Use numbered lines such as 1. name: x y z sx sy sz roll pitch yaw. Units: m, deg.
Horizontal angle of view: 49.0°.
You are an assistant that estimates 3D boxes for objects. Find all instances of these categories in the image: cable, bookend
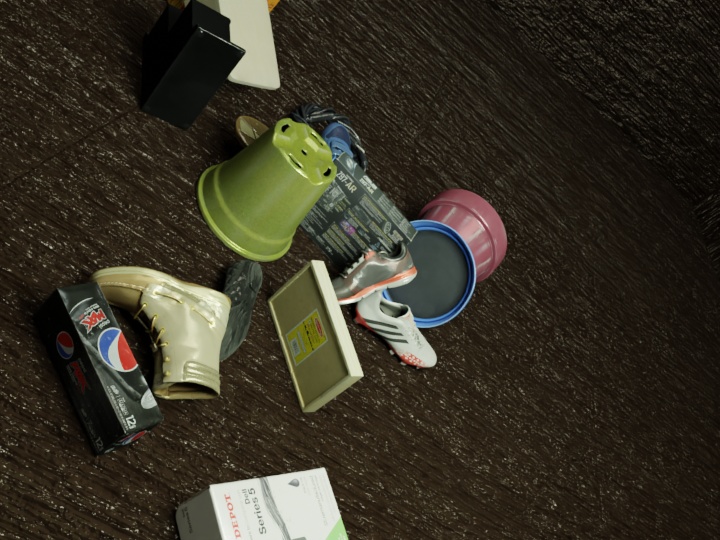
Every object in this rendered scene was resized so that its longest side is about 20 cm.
1. cable: -0.064 -0.292 1.676 0.199 0.051 0.165 29 42 -28
2. bookend: -0.292 -0.390 1.365 0.091 0.198 0.202 20 44 -35

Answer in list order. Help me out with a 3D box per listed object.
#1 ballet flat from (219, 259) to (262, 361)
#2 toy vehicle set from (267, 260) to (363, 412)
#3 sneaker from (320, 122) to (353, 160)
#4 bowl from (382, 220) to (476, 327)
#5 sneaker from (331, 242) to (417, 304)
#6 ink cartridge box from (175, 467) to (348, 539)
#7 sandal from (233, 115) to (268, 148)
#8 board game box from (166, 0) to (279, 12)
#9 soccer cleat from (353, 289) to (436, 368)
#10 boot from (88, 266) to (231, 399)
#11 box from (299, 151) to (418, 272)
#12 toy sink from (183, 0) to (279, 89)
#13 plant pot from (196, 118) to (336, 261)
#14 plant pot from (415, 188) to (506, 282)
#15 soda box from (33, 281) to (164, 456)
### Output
1. ballet flat: -0.201 0.063 1.207 0.201 0.056 0.067 -73 146 -45
2. toy vehicle set: -0.075 0.103 1.237 0.026 0.124 0.202 7 55 -46
3. sneaker: -0.047 -0.210 1.556 0.073 0.082 0.202 23 60 -27
4. bowl: 0.122 0.007 1.501 0.202 0.200 0.039 58 11 10
5. sneaker: 0.000 0.000 1.390 0.198 0.077 0.083 -19 108 -17
6. ink cartridge box: -0.116 0.344 1.002 0.199 0.084 0.147 6 55 -47
7. sandal: -0.172 -0.212 1.482 0.200 0.054 0.081 34 41 -49
8. board game box: -0.279 -0.633 1.601 0.199 0.199 0.202 -2 61 -50
9. soccer cleat: 0.077 0.108 1.445 0.199 0.085 0.069 39 36 -18
10. boot: -0.275 0.087 1.063 0.198 0.073 0.157 18 55 -26
11. box: -0.019 -0.091 1.449 0.200 0.160 0.044 46 34 -6
12. toy sink: -0.248 -0.434 1.515 0.130 0.111 0.203 -3 81 -49
13. plant pot: -0.143 -0.148 1.332 0.199 0.184 0.202 31 39 -29
14. plant pot: 0.176 -0.039 1.620 0.201 0.200 0.179 50 49 -2
15. soda box: -0.324 0.118 0.976 0.063 0.071 0.201 -12 69 -56
